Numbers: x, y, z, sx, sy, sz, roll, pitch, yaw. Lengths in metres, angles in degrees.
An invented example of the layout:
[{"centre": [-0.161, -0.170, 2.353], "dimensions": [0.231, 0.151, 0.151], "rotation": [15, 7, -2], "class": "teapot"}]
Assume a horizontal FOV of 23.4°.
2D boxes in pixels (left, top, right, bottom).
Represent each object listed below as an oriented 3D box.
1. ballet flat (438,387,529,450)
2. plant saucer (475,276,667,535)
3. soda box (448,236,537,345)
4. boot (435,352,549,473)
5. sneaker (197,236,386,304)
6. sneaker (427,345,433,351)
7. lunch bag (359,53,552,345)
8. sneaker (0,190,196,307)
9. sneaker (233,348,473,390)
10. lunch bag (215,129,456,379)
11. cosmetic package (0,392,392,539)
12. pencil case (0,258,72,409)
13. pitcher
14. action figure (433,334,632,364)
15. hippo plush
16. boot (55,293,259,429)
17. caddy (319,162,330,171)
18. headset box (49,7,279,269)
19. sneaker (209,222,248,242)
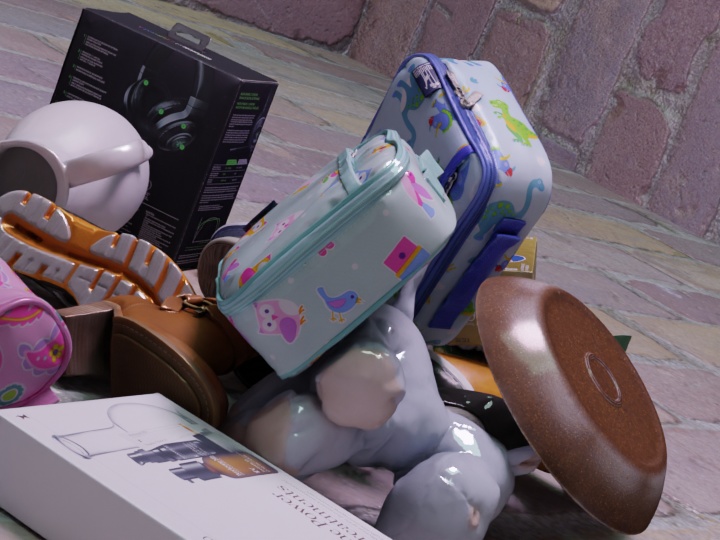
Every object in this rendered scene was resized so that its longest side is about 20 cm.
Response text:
[{"centre": [0.029, 0.117, 1.251], "dimensions": [0.199, 0.068, 0.068], "rotation": [11, 22, -5], "class": "ballet flat"}, {"centre": [0.153, 0.082, 1.177], "dimensions": [0.200, 0.037, 0.201], "rotation": [42, 27, -27], "class": "plant saucer"}, {"centre": [0.114, 0.015, 1.468], "dimensions": [0.067, 0.064, 0.200], "rotation": [2, 9, 6], "class": "soda box"}, {"centre": [0.133, 0.109, 1.328], "dimensions": [0.200, 0.071, 0.144], "rotation": [29, -16, -1], "class": "boot"}, {"centre": [-0.012, 0.022, 1.261], "dimensions": [0.199, 0.075, 0.106], "rotation": [31, 27, 27], "class": "sneaker"}, {"centre": [0.001, 0.000, 1.412], "dimensions": [0.114, 0.072, 0.202], "rotation": [13, 59, -52], "class": "sneaker"}, {"centre": [0.054, -0.049, 1.300], "dimensions": [0.082, 0.200, 0.161], "rotation": [4, 46, -32], "class": "lunch bag"}, {"centre": [-0.191, 0.006, 1.310], "dimensions": [0.200, 0.078, 0.077], "rotation": [34, -6, 18], "class": "sneaker"}, {"centre": [-0.014, 0.082, 1.311], "dimensions": [0.199, 0.071, 0.099], "rotation": [21, 14, 16], "class": "sneaker"}, {"centre": [-0.015, -0.020, 1.101], "dimensions": [0.077, 0.160, 0.200], "rotation": [47, 5, -10], "class": "lunch bag"}, {"centre": [-0.092, 0.136, 0.954], "dimensions": [0.199, 0.052, 0.151], "rotation": [28, 16, 27], "class": "cosmetic package"}, {"centre": [-0.259, 0.019, 1.100], "dimensions": [0.087, 0.088, 0.200], "rotation": [11, 17, -44], "class": "pencil case"}, {"centre": [-0.230, -0.083, 1.440], "dimensions": [0.171, 0.122, 0.200], "rotation": [-12, 6, 16], "class": "pitcher"}, {"centre": [0.121, 0.090, 1.480], "dimensions": [0.199, 0.119, 0.055], "rotation": [12, 25, -8], "class": "action figure"}, {"centre": [0.013, 0.117, 1.111], "dimensions": [0.161, 0.159, 0.200], "rotation": [51, 25, -8], "class": "hippo plush"}, {"centre": [-0.107, 0.060, 1.157], "dimensions": [0.155, 0.077, 0.199], "rotation": [-5, 10, -40], "class": "boot"}, {"centre": [-0.003, -0.020, 1.586], "dimensions": [0.142, 0.105, 0.200], "rotation": [50, -22, -18], "class": "caddy"}, {"centre": [-0.192, -0.127, 1.585], "dimensions": [0.173, 0.201, 0.093], "rotation": [25, 12, 16], "class": "headset box"}, {"centre": [-0.072, 0.013, 1.499], "dimensions": [0.199, 0.070, 0.108], "rotation": [31, 12, 26], "class": "sneaker"}]
